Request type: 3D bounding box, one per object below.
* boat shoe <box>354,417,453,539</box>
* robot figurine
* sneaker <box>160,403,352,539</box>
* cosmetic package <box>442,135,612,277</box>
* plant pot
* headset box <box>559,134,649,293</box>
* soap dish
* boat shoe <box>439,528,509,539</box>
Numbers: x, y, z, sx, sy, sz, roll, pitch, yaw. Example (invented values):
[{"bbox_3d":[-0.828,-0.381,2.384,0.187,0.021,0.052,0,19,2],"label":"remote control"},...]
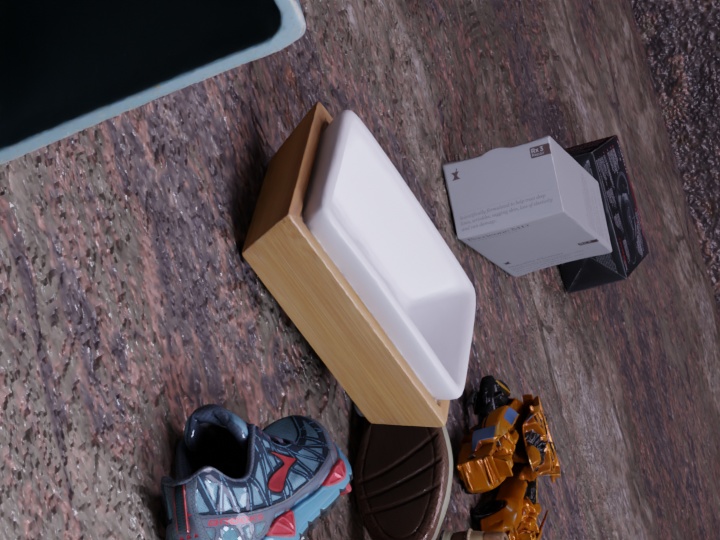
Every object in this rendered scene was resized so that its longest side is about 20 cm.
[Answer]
[{"bbox_3d":[0.037,0.134,1.602,0.075,0.074,0.203,63,20,-51],"label":"boat shoe"},{"bbox_3d":[0.133,0.174,1.884,0.200,0.058,0.146,-53,127,-68],"label":"robot figurine"},{"bbox_3d":[-0.064,0.117,1.290,0.200,0.079,0.096,-54,126,-68],"label":"sneaker"},{"bbox_3d":[0.165,-0.060,2.090,0.200,0.112,0.082,23,54,-67],"label":"cosmetic package"},{"bbox_3d":[-0.158,-0.212,1.093,0.201,0.195,0.196,-98,163,-47],"label":"plant pot"},{"bbox_3d":[0.270,-0.069,2.477,0.200,0.077,0.150,-36,111,-72],"label":"headset box"},{"bbox_3d":[0.000,0.000,1.528,0.200,0.081,0.158,53,25,-24],"label":"soap dish"},{"bbox_3d":[0.118,0.287,1.722,0.076,0.073,0.201,-81,151,-52],"label":"boat shoe"}]
